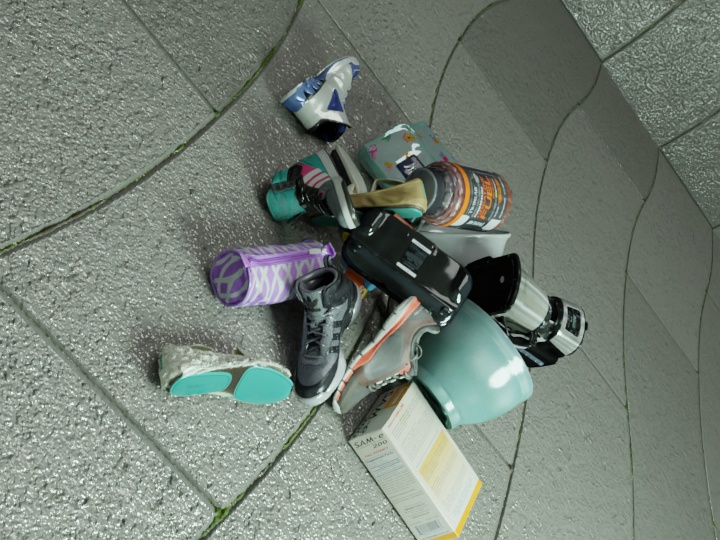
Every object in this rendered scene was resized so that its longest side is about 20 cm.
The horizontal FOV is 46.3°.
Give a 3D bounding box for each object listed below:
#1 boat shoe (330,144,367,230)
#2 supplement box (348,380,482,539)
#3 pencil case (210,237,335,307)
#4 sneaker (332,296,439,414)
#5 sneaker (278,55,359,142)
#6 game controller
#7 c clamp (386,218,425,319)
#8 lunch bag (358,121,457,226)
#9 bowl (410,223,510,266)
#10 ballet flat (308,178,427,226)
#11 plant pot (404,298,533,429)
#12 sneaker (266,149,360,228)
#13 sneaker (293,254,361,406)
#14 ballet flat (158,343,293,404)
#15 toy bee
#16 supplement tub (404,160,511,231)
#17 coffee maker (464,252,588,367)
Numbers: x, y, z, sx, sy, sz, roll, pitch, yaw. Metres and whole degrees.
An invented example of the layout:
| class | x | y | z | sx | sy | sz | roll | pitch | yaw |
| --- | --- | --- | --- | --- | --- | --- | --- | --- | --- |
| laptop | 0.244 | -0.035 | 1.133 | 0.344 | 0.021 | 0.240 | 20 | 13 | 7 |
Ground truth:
| class | x | y | z | sx | sy | sz | roll | pitch | yaw |
| --- | --- | --- | --- | --- | --- | --- | --- | --- | --- |
| boat shoe | -0.011 | -0.112 | 1.423 | 0.202 | 0.060 | 0.074 | 64 | 16 | 2 |
| supplement box | 0.085 | 0.287 | 1.252 | 0.202 | 0.073 | 0.126 | 56 | 35 | -7 |
| pencil case | -0.118 | 0.001 | 1.184 | 0.199 | 0.085 | 0.085 | -13 | 74 | -54 |
| sneaker | 0.038 | 0.136 | 1.195 | 0.082 | 0.201 | 0.077 | 39 | 8 | 7 |
| sneaker | -0.057 | -0.292 | 1.484 | 0.116 | 0.080 | 0.200 | 57 | 41 | -12 |
| game controller | 0.071 | -0.006 | 1.248 | 0.199 | 0.042 | 0.105 | 36 | 66 | 0 |
| c clamp | 0.070 | 0.045 | 1.328 | 0.027 | 0.172 | 0.202 | 12 | 41 | -16 |
| lunch bag | 0.098 | -0.174 | 1.539 | 0.171 | 0.122 | 0.199 | 53 | 31 | 10 |
| bowl | 0.170 | -0.031 | 1.518 | 0.200 | 0.198 | 0.092 | -7 | 102 | -53 |
| ballet flat | 0.012 | -0.110 | 1.336 | 0.069 | 0.196 | 0.064 | 39 | 51 | -66 |
| plant pot | 0.150 | 0.158 | 1.298 | 0.134 | 0.200 | 0.202 | -37 | 98 | -15 |
| sneaker | -0.079 | -0.107 | 1.269 | 0.201 | 0.119 | 0.084 | -119 | -176 | -56 |
| sneaker | -0.061 | 0.077 | 1.163 | 0.114 | 0.074 | 0.203 | 61 | 40 | -50 |
| ballet flat | -0.168 | 0.122 | 1.057 | 0.198 | 0.071 | 0.073 | 15 | 55 | -47 |
| toy bee | 0.000 | 0.000 | 1.315 | 0.109 | 0.197 | 0.133 | 71 | -6 | -74 |
| supplement tub | 0.158 | -0.123 | 1.397 | 0.198 | 0.106 | 0.109 | 2 | 64 | -47 |
| coffee maker | 0.254 | 0.068 | 1.427 | 0.199 | 0.191 | 0.136 | 33 | 81 | -33 |
